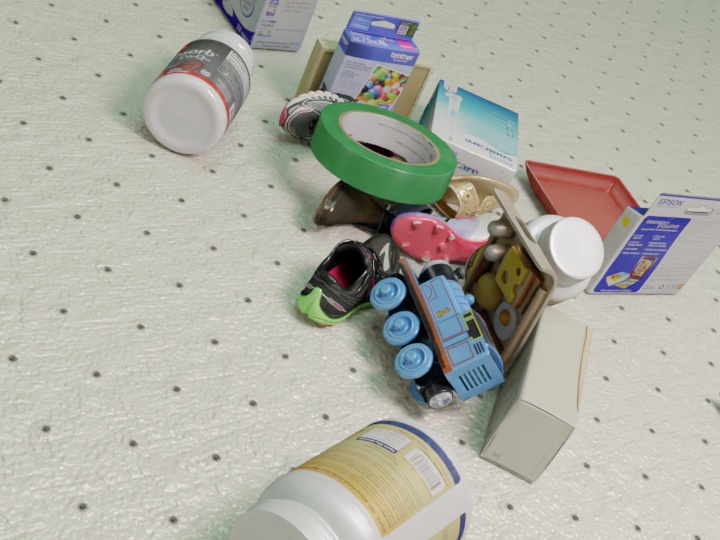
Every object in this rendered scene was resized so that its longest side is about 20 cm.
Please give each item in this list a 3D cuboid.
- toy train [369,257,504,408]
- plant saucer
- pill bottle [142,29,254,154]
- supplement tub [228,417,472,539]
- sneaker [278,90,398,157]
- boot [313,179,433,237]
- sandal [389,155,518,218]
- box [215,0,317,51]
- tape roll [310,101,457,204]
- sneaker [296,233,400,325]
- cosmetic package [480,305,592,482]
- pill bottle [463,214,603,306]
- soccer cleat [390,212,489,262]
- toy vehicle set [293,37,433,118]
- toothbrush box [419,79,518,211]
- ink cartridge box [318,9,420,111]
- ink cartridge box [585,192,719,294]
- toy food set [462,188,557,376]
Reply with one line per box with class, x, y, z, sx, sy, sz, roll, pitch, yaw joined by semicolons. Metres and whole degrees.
toy train;0.088;0.068;1.256;0.114;0.087;0.200;-25;48;5
plant saucer;0.376;-0.094;1.734;0.200;0.037;0.200;7;39;-27
pill bottle;-0.217;-0.254;1.486;0.116;0.116;0.200;23;34;-5
supplement tub;-0.007;0.231;0.966;0.144;0.144;0.200;42;37;22
sneaker;-0.024;-0.207;1.583;0.200;0.081;0.075;10;40;-23
boot;0.022;-0.085;1.458;0.097;0.075;0.200;35;33;17
sandal;0.129;-0.103;1.571;0.212;0.078;0.070;15;57;-13
box;-0.150;-0.497;1.771;0.105;0.200;0.184;-4;45;-36
tape roll;0.032;-0.163;1.468;0.200;0.048;0.200;18;28;-10
sneaker;0.000;0.000;1.324;0.077;0.084;0.200;35;35;10
cosmetic package;0.211;0.140;1.264;0.073;0.104;0.200;27;35;0
pill bottle;0.220;-0.005;1.358;0.109;0.200;0.109;6;75;-21
soccer cleat;0.124;-0.049;1.491;0.200;0.067;0.076;10;30;-26
toy vehicle set;0.004;-0.286;1.664;0.200;0.124;0.027;4;41;-30
toothbrush box;0.167;-0.201;1.694;0.146;0.085;0.200;22;34;-8
ink cartridge box;0.009;-0.288;1.603;0.119;0.200;0.042;4;40;-29
ink cartridge box;0.446;-0.046;1.573;0.198;0.200;0.047;2;42;-31
toy food set;0.153;0.023;1.292;0.060;0.200;0.144;3;41;-26
